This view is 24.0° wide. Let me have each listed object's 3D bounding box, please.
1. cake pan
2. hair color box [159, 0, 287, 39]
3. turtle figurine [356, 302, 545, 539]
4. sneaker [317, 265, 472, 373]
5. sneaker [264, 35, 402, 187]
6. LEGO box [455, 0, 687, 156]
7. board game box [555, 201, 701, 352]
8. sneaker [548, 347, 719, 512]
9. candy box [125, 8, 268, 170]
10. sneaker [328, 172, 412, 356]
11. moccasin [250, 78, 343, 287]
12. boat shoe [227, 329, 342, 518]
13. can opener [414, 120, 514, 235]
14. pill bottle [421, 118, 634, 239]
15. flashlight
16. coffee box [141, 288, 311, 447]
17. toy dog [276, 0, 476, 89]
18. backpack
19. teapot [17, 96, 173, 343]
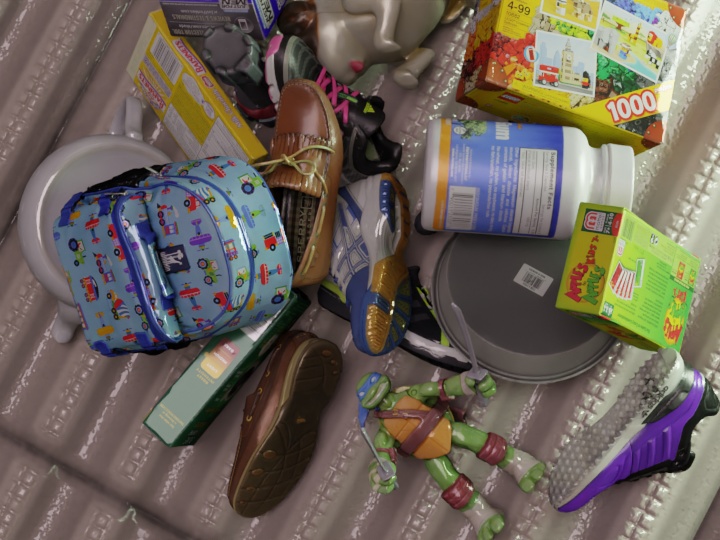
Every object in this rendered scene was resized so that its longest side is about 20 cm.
[{"bbox_3d":[0.170,0.014,1.682,0.200,0.037,0.201,0,64,0],"label":"cake pan"},{"bbox_3d":[-0.120,-0.325,1.758,0.109,0.065,0.200,5,48,21],"label":"hair color box"},{"bbox_3d":[0.082,0.169,1.638,0.194,0.200,0.144,39,56,-7],"label":"turtle figurine"},{"bbox_3d":[0.048,0.035,1.718,0.200,0.072,0.083,26,85,14],"label":"sneaker"},{"bbox_3d":[-0.021,-0.162,1.699,0.087,0.200,0.074,-8,42,33],"label":"sneaker"},{"bbox_3d":[0.208,-0.214,1.672,0.200,0.077,0.149,17,75,-18],"label":"LEGO box"},{"bbox_3d":[0.258,0.011,1.613,0.048,0.200,0.102,10,82,34],"label":"board game box"},{"bbox_3d":[0.273,0.177,1.651,0.099,0.070,0.200,35,108,-19],"label":"sneaker"},{"bbox_3d":[-0.175,-0.169,1.786,0.026,0.102,0.200,-27,74,-32],"label":"candy box"},{"bbox_3d":[0.000,0.000,1.686,0.088,0.075,0.200,-11,55,22],"label":"sneaker"},{"bbox_3d":[-0.063,-0.084,1.635,0.074,0.078,0.202,11,98,20],"label":"moccasin"},{"bbox_3d":[-0.086,0.155,1.733,0.068,0.072,0.200,27,95,47],"label":"boat shoe"},{"bbox_3d":[0.133,-0.106,1.729,0.200,0.063,0.079,-39,76,2],"label":"can opener"},{"bbox_3d":[0.161,-0.088,1.648,0.200,0.112,0.112,3,81,1],"label":"pill bottle"},{"bbox_3d":[-0.115,-0.201,1.723,0.068,0.200,0.068,-7,78,11],"label":"flashlight"},{"bbox_3d":[-0.134,0.092,1.717,0.044,0.123,0.200,40,91,6],"label":"coffee box"},{"bbox_3d":[0.010,-0.275,1.746,0.200,0.140,0.194,-39,66,3],"label":"toy dog"},{"bbox_3d":[-0.170,-0.014,1.605,0.200,0.134,0.183,-8,99,38],"label":"backpack"},{"bbox_3d":[-0.269,-0.052,1.764,0.200,0.146,0.198,-32,102,-16],"label":"teapot"}]
